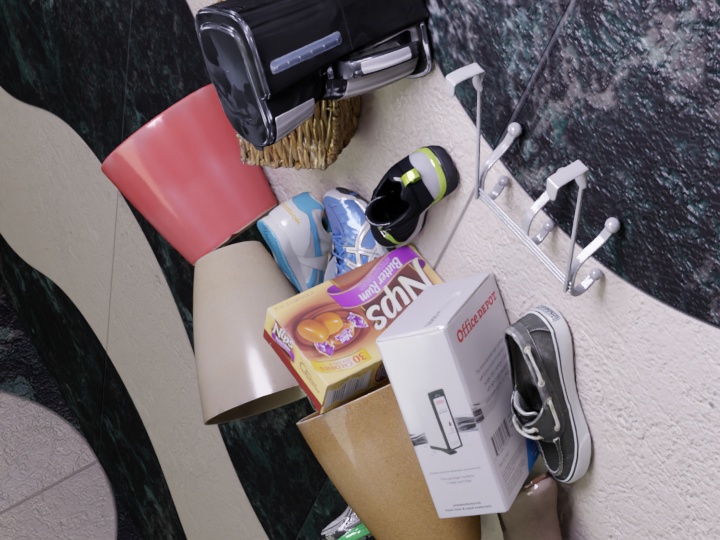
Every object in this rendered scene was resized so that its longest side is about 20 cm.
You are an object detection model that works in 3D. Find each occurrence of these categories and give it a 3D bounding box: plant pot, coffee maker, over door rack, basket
[{"bbox_3d":[-0.141,0.072,1.614,0.187,0.185,0.203,-38,68,64],"label":"plant pot"},{"bbox_3d":[-0.053,-0.241,1.198,0.194,0.198,0.134,65,154,-3],"label":"coffee maker"},{"bbox_3d":[0.153,-0.081,1.085,0.148,0.066,0.201,49,171,30],"label":"over door rack"},{"bbox_3d":[-0.214,-0.119,1.660,0.178,0.200,0.200,54,155,-3],"label":"plant pot"},{"bbox_3d":[0.053,0.220,1.381,0.202,0.185,0.186,65,155,2],"label":"plant pot"},{"bbox_3d":[-0.061,-0.231,1.385,0.141,0.149,0.203,4,123,23],"label":"basket"}]

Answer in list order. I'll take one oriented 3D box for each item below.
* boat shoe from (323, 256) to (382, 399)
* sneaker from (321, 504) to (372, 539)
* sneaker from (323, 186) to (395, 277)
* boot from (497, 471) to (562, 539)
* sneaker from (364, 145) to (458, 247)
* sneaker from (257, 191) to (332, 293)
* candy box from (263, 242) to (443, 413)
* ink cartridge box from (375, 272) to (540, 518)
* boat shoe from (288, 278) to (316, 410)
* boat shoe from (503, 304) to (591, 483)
[{"bbox_3d":[-0.004,0.080,1.528,0.068,0.073,0.202,133,120,-69],"label":"boat shoe"},{"bbox_3d":[0.020,0.248,1.487,0.085,0.200,0.078,44,157,-1],"label":"sneaker"},{"bbox_3d":[0.000,0.000,1.463,0.202,0.076,0.076,66,156,-1],"label":"sneaker"},{"bbox_3d":[0.202,0.306,1.353,0.200,0.069,0.148,98,148,-70],"label":"boot"},{"bbox_3d":[0.031,-0.074,1.327,0.072,0.082,0.200,59,154,11],"label":"sneaker"},{"bbox_3d":[-0.063,-0.022,1.573,0.077,0.080,0.201,48,170,26],"label":"sneaker"},{"bbox_3d":[0.008,0.060,1.358,0.117,0.198,0.057,50,148,27],"label":"candy box"},{"bbox_3d":[0.106,0.124,1.273,0.083,0.146,0.203,-12,105,30],"label":"ink cartridge box"},{"bbox_3d":[-0.077,0.093,1.708,0.202,0.066,0.074,62,154,5],"label":"boat shoe"},{"bbox_3d":[0.179,0.133,1.255,0.070,0.063,0.203,24,134,54],"label":"boat shoe"}]
